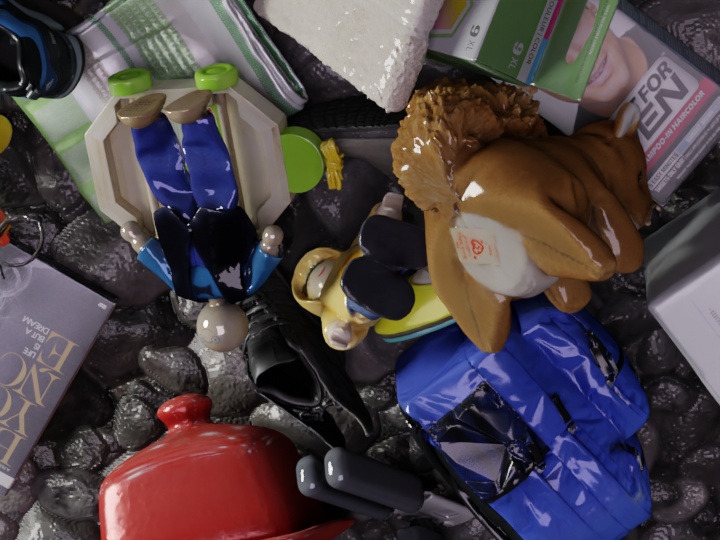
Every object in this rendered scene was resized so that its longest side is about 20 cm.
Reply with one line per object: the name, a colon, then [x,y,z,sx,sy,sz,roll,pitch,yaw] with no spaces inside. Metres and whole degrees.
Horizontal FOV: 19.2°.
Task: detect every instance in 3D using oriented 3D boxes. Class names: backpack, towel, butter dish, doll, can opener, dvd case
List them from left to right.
dvd case: [-0.306,0.068,1.723,0.149,0.016,0.200,30,109,-5]
towel: [-0.158,-0.137,1.621,0.200,0.031,0.149,-30,102,21]
doll: [-0.122,-0.032,1.576,0.136,0.048,0.200,-3,115,27]
butter dish: [-0.123,0.170,1.669,0.199,0.200,0.148,-14,83,11]
towel: [-0.002,-0.208,1.520,0.034,0.200,0.133,5,115,-37]
can opener: [0.025,0.184,1.653,0.053,0.067,0.200,-20,149,27]
backpack: [0.140,0.124,1.617,0.168,0.163,0.200,-36,101,13]

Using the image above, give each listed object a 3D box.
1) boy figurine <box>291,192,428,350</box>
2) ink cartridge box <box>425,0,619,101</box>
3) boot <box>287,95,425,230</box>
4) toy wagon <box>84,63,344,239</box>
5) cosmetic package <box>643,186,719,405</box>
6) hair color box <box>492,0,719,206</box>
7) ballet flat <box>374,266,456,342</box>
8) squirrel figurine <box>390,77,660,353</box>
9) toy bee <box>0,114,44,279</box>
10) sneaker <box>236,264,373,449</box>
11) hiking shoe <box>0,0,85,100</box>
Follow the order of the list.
boy figurine: [0.000,0.000,1.586,0.064,0.200,0.125,24,82,-12]
ink cartridge box: [0.088,-0.193,1.490,0.059,0.200,0.104,20,92,-39]
boot: [0.042,-0.062,1.619,0.199,0.068,0.131,0,114,8]
toy wagon: [-0.105,-0.079,1.599,0.199,0.040,0.156,-2,115,15]
cosmetic package: [0.333,0.009,1.555,0.200,0.166,0.167,-35,101,15]
hair color box: [0.175,-0.150,1.574,0.200,0.061,0.099,36,109,-6]
ballet flat: [0.099,-0.008,1.592,0.200,0.067,0.067,-18,106,4]
squirrel figurine: [0.121,-0.070,1.488,0.200,0.187,0.142,47,137,5]
toy bee: [-0.316,-0.050,1.639,0.131,0.109,0.200,-22,66,-5]
sneaker: [-0.067,0.052,1.645,0.060,0.104,0.200,-42,100,18]
hiking shoe: [-0.301,-0.191,1.587,0.200,0.087,0.075,27,108,12]
